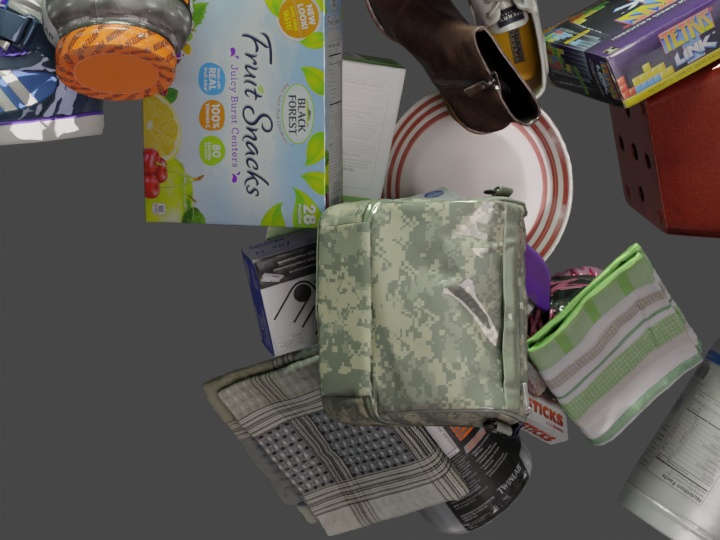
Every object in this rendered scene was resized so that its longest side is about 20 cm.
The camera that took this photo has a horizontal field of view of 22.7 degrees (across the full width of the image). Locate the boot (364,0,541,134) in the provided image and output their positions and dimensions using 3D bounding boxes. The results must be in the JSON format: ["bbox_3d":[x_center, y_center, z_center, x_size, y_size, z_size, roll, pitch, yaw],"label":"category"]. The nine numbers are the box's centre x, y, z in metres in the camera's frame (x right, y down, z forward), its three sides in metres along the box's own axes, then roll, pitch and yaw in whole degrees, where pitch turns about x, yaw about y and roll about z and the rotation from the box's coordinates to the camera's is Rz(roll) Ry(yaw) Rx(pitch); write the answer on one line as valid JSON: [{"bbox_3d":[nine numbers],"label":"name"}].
[{"bbox_3d":[0.081,-0.211,1.573,0.072,0.166,0.201,-35,101,-11],"label":"boot"}]

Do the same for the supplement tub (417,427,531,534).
[{"bbox_3d":[0.063,0.139,1.682,0.122,0.122,0.200,-39,111,-7],"label":"supplement tub"}]

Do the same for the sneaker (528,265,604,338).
[{"bbox_3d":[0.171,0.042,1.712,0.199,0.095,0.080,-10,109,-16],"label":"sneaker"}]

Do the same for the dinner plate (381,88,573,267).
[{"bbox_3d":[0.106,-0.077,1.688,0.199,0.024,0.202,-1,94,-16],"label":"dinner plate"}]

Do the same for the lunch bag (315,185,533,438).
[{"bbox_3d":[0.064,0.037,1.484,0.139,0.167,0.202,9,79,-45],"label":"lunch bag"}]

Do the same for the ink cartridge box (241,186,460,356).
[{"bbox_3d":[0.000,0.000,1.607,0.199,0.044,0.095,-17,112,-14],"label":"ink cartridge box"}]

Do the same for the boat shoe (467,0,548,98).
[{"bbox_3d":[0.128,-0.241,1.610,0.070,0.070,0.201,-18,124,-1],"label":"boat shoe"}]

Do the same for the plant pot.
[{"bbox_3d":[0.339,-0.131,1.684,0.175,0.200,0.201,-14,107,-6],"label":"plant pot"}]

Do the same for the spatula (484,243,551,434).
[{"bbox_3d":[0.141,0.061,1.642,0.056,0.020,0.201,38,57,-32],"label":"spatula"}]

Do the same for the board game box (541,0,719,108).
[{"bbox_3d":[0.280,-0.227,1.647,0.199,0.165,0.057,-29,109,-11],"label":"board game box"}]

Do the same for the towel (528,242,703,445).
[{"bbox_3d":[0.244,0.077,1.695,0.149,0.031,0.200,-43,140,-3],"label":"towel"}]

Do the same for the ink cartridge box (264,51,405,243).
[{"bbox_3d":[-0.033,-0.098,1.625,0.103,0.059,0.202,6,103,-21],"label":"ink cartridge box"}]

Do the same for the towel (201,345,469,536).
[{"bbox_3d":[-0.028,0.156,1.633,0.193,0.199,0.035,53,43,-22],"label":"towel"}]

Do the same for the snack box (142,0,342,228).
[{"bbox_3d":[-0.101,-0.142,1.545,0.167,0.068,0.202,3,103,13],"label":"snack box"}]

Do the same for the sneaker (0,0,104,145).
[{"bbox_3d":[-0.314,-0.179,1.506,0.198,0.081,0.148,-5,96,-14],"label":"sneaker"}]

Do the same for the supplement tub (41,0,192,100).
[{"bbox_3d":[-0.196,-0.248,1.456,0.122,0.123,0.201,8,67,-21],"label":"supplement tub"}]

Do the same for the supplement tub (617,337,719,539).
[{"bbox_3d":[0.362,0.181,1.792,0.132,0.132,0.201,31,92,-23],"label":"supplement tub"}]

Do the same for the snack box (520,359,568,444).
[{"bbox_3d":[0.130,0.099,1.668,0.200,0.024,0.072,30,50,-46],"label":"snack box"}]
